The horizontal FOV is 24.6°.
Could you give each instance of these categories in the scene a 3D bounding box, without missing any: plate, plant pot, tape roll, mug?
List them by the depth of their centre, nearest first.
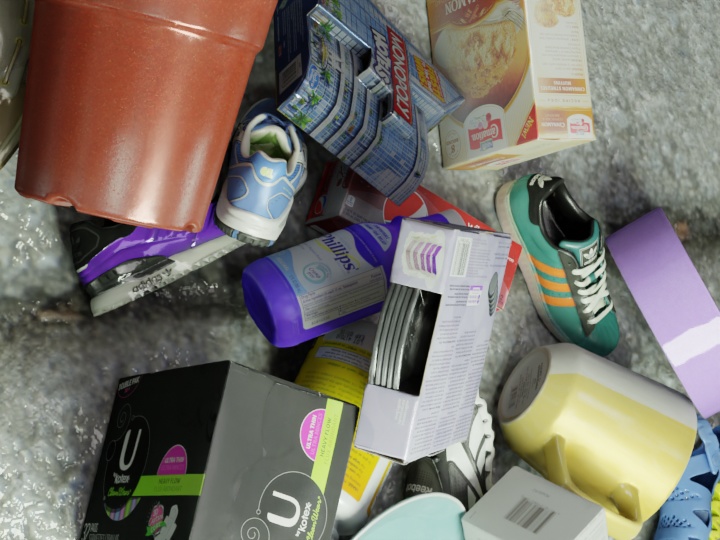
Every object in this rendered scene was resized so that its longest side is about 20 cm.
[{"bbox_3d":[-0.172,-0.139,1.254,0.199,0.200,0.198,11,94,-31],"label":"plant pot"},{"bbox_3d":[0.015,0.270,1.424,0.199,0.026,0.202,-29,138,-29],"label":"plate"},{"bbox_3d":[0.218,0.148,1.546,0.152,0.186,0.150,32,89,-16],"label":"mug"},{"bbox_3d":[0.313,0.041,1.608,0.065,0.200,0.201,-30,103,10],"label":"tape roll"}]

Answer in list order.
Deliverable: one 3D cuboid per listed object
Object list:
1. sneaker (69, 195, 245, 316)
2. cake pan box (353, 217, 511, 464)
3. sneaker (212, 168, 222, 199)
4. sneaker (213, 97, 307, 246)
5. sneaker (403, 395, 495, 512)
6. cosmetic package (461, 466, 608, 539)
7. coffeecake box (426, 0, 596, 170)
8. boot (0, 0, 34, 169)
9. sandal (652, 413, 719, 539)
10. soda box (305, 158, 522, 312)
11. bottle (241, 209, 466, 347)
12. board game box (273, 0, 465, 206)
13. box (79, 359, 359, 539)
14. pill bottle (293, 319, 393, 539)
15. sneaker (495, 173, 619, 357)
[{"bbox_3d":[-0.158,-0.046,1.385,0.199,0.069,0.100,-29,93,-35],"label":"sneaker"},{"bbox_3d":[0.061,0.054,1.334,0.200,0.052,0.187,-3,104,-72],"label":"cake pan box"},{"bbox_3d":[-0.142,-0.149,1.371,0.075,0.091,0.202,8,60,-31],"label":"sneaker"},{"bbox_3d":[-0.073,-0.099,1.395,0.075,0.078,0.201,18,31,-10],"label":"sneaker"},{"bbox_3d":[0.077,0.180,1.507,0.090,0.066,0.203,-12,92,-36],"label":"sneaker"},{"bbox_3d":[0.164,0.289,1.477,0.085,0.107,0.202,-39,134,-32],"label":"cosmetic package"},{"bbox_3d":[0.137,-0.206,1.551,0.072,0.153,0.203,-3,84,-32],"label":"coffeecake box"},{"bbox_3d":[-0.317,-0.176,1.298,0.154,0.072,0.202,31,63,-26],"label":"boot"},{"bbox_3d":[0.326,0.224,1.663,0.087,0.079,0.201,41,55,-17],"label":"sandal"},{"bbox_3d":[0.051,-0.032,1.523,0.199,0.063,0.071,30,68,-27],"label":"soda box"},{"bbox_3d":[0.000,0.000,1.422,0.198,0.084,0.066,-20,129,-19],"label":"bottle"},{"bbox_3d":[0.013,-0.161,1.469,0.199,0.062,0.201,36,30,-30],"label":"board game box"},{"bbox_3d":[-0.115,0.164,1.303,0.123,0.199,0.150,21,72,-29],"label":"box"},{"bbox_3d":[-0.024,0.150,1.419,0.109,0.109,0.201,37,64,-23],"label":"pill bottle"},{"bbox_3d":[0.206,-0.002,1.609,0.071,0.080,0.201,-38,104,-31],"label":"sneaker"}]
